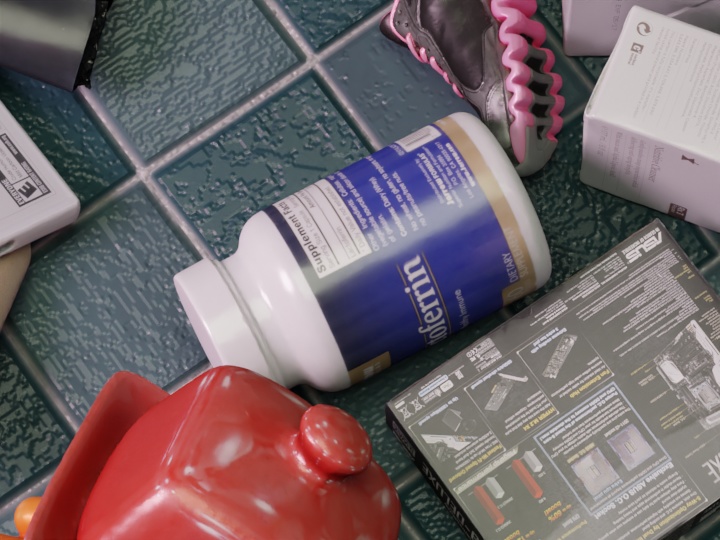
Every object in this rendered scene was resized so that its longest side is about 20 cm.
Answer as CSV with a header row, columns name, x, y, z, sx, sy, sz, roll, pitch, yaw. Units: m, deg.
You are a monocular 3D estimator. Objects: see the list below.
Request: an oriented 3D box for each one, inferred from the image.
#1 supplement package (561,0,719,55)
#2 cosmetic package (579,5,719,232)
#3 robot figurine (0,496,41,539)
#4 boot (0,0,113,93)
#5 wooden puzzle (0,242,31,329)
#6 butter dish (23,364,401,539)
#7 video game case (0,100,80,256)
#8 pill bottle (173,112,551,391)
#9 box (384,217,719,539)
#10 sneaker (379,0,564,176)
name,x,y,z,sx,sy,sz,roll,pitch,yaw
supplement package,0.196,-0.250,1.564,0.150,0.152,0.200,0,72,1
cosmetic package,0.236,-0.070,1.527,0.200,0.113,0.081,21,73,11
robot figurine,-0.171,0.208,1.442,0.200,0.117,0.144,13,47,-1
boot,-0.230,-0.204,1.606,0.168,0.076,0.200,11,52,-11
wooden puzzle,-0.312,0.029,1.519,0.200,0.046,0.185,14,49,4
butter dish,-0.051,0.128,1.394,0.199,0.200,0.148,40,121,-10
video game case,-0.296,-0.068,1.547,0.182,0.023,0.200,-27,65,-28
pill bottle,0.000,0.000,1.509,0.200,0.116,0.116,-27,73,-6
box,0.139,0.089,1.510,0.200,0.050,0.158,-34,75,-9
sneaker,0.061,-0.144,1.587,0.095,0.079,0.200,-19,70,19
